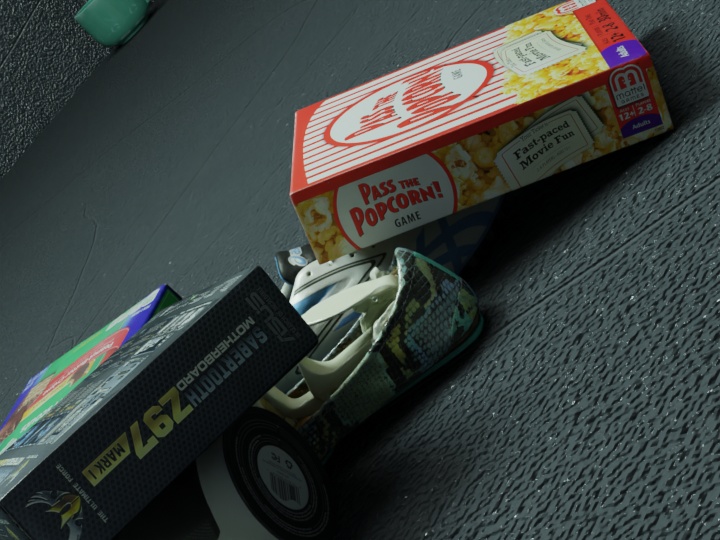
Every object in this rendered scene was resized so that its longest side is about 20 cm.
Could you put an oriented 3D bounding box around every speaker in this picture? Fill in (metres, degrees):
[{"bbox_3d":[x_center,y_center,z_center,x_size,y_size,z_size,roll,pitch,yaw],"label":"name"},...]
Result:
[{"bbox_3d":[-0.108,0.153,0.733,0.200,0.081,0.081,-37,20,24],"label":"speaker"}]

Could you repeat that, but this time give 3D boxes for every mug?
[{"bbox_3d":[-0.524,-0.570,3.191,0.184,0.114,0.152,-23,28,49],"label":"mug"}]

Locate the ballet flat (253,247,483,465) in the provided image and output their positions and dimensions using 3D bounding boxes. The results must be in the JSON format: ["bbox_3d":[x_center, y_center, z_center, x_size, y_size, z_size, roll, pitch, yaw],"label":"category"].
[{"bbox_3d":[-0.027,0.063,0.766,0.200,0.074,0.074,-43,18,8],"label":"ballet flat"}]

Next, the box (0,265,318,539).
[{"bbox_3d":[-0.118,0.077,0.721,0.158,0.051,0.200,-43,8,-22],"label":"box"}]

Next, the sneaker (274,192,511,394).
[{"bbox_3d":[0.000,0.000,0.827,0.200,0.073,0.072,-38,17,3],"label":"sneaker"}]

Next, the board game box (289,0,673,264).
[{"bbox_3d":[0.060,-0.084,0.820,0.199,0.047,0.152,-22,22,7],"label":"board game box"}]

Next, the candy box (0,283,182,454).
[{"bbox_3d":[-0.192,0.127,0.983,0.169,0.077,0.201,-33,23,34],"label":"candy box"}]
